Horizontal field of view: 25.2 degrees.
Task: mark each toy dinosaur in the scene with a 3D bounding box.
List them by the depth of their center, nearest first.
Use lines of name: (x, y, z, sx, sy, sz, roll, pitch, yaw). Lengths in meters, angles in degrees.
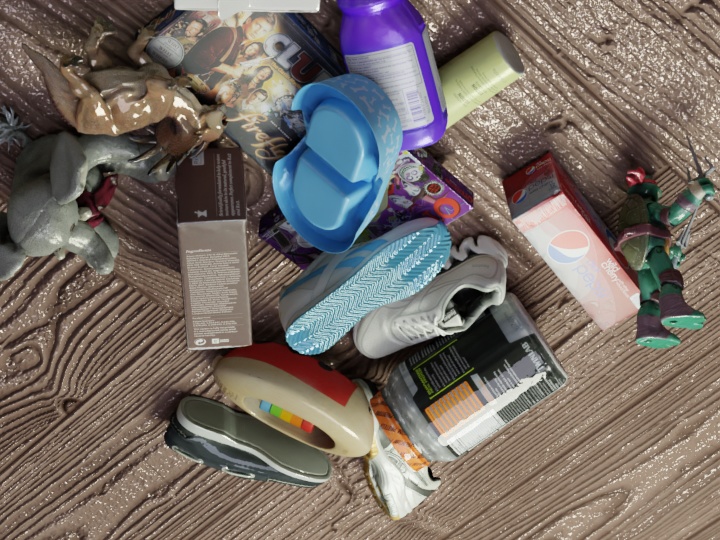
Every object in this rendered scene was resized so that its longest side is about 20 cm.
toy dinosaur: (-0.221, -0.153, 1.502, 0.198, 0.086, 0.136, 7, 135, -6)

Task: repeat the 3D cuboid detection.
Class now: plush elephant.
plush elephant: (-0.286, -0.061, 1.563, 0.199, 0.156, 0.165, 32, 120, -29)

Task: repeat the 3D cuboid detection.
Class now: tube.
tube: (0.070, -0.161, 1.598, 0.199, 0.052, 0.058, -32, 84, 26)

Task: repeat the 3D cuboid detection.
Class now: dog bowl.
dog bowl: (-0.019, -0.106, 1.544, 0.049, 0.111, 0.201, -36, 159, -35)

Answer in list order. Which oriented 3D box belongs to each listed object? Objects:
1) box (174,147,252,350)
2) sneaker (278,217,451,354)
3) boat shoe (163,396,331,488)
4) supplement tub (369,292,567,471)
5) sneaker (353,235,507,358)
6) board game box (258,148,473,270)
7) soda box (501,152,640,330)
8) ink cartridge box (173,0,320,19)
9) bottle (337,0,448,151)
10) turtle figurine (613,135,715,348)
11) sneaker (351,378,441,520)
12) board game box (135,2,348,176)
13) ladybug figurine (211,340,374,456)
box: (-0.148, -0.020, 1.632, 0.074, 0.101, 0.201, -4, 141, -3)
sneaker: (0.000, 0.000, 1.657, 0.199, 0.081, 0.077, -31, 129, 6)
boat shoe: (-0.130, 0.208, 1.865, 0.199, 0.076, 0.061, 27, 122, -12)
supplement tub: (0.116, 0.126, 1.770, 0.199, 0.123, 0.123, -34, 127, 6)
sneaker: (0.074, 0.042, 1.745, 0.199, 0.081, 0.075, -34, 127, 22)
board game box: (0.004, -0.058, 1.665, 0.199, 0.033, 0.120, -32, 131, 31)
soda box: (0.229, -0.029, 1.710, 0.063, 0.070, 0.200, -30, 127, 18)
ink cartridge box: (-0.095, -0.308, 1.353, 0.124, 0.201, 0.129, 0, 130, -7)
bottle: (0.023, -0.213, 1.516, 0.083, 0.065, 0.202, -9, 116, 19)
turtle figurine: (0.314, -0.029, 1.676, 0.100, 0.202, 0.150, 0, 159, 3)
sneaker: (0.037, 0.194, 1.883, 0.087, 0.076, 0.201, -29, 126, -15)
board game box: (-0.101, -0.195, 1.554, 0.135, 0.035, 0.200, -35, 125, 20)
ladybug figurine: (-0.070, 0.136, 1.780, 0.199, 0.072, 0.136, 27, 159, 0)
